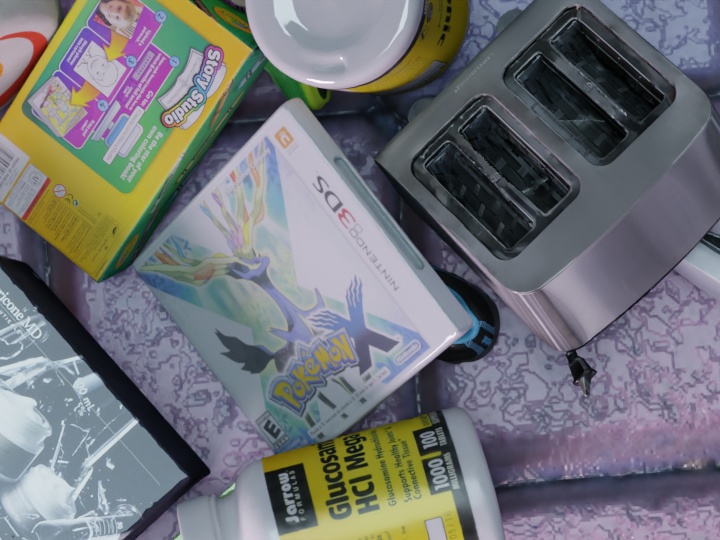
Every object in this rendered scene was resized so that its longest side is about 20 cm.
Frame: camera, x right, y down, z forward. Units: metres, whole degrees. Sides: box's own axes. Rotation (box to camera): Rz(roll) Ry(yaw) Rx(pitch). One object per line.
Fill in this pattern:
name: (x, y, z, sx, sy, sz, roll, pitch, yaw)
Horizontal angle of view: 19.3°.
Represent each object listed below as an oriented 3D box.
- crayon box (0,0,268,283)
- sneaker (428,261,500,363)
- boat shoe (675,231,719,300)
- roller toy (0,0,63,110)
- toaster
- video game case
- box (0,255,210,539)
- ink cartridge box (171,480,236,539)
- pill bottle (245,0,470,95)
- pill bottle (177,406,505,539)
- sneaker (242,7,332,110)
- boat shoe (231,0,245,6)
crayon box: (-0.158, -0.107, 1.401, 0.119, 0.058, 0.200, 38, 110, 6)
sneaker: (0.000, 0.000, 1.403, 0.200, 0.082, 0.073, 22, 90, 6)
boat shoe: (0.291, 0.006, 1.385, 0.199, 0.074, 0.068, 26, 86, 10)
roller toy: (-0.294, -0.157, 1.376, 0.182, 0.200, 0.140, -36, 81, -4)
toaster: (0.131, -0.062, 1.349, 0.181, 0.119, 0.200, -44, 60, 2)
video game case: (-0.043, 0.014, 1.375, 0.182, 0.022, 0.200, 52, 132, 5)
box: (-0.235, 0.122, 1.403, 0.182, 0.104, 0.200, -43, 85, 0)
ink cartridge box: (-0.107, 0.255, 1.416, 0.200, 0.048, 0.146, -42, 84, 3)
pill bottle: (0.008, -0.168, 1.346, 0.111, 0.200, 0.112, 1, 93, 15)
pill bottle: (-0.013, 0.166, 1.372, 0.199, 0.112, 0.113, -15, 86, -3)
sneaker: (-0.092, -0.184, 1.435, 0.084, 0.074, 0.200, -42, 88, 27)
boat shoe: (-0.031, -0.242, 1.399, 0.064, 0.071, 0.200, 43, 55, 13)
